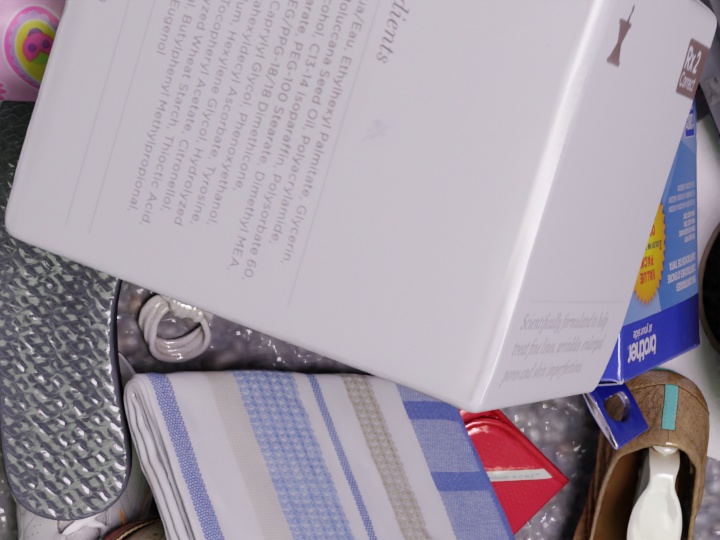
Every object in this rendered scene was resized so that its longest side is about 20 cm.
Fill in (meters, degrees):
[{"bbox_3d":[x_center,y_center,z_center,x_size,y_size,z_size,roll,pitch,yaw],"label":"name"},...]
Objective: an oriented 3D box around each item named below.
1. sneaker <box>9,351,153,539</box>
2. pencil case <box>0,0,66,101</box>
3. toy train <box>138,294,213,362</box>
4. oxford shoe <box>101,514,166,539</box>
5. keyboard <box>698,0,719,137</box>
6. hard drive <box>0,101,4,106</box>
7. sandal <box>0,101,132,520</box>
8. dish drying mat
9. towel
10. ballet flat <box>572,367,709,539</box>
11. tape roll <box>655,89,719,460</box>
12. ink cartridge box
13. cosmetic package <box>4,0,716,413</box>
[{"bbox_3d":[-0.127,0.134,0.950,0.075,0.092,0.201,0,105,-15],"label":"sneaker"},{"bbox_3d":[-0.180,-0.106,0.848,0.199,0.087,0.088,-1,107,2],"label":"pencil case"},{"bbox_3d":[0.000,0.000,0.952,0.199,0.056,0.151,-4,120,-13],"label":"toy train"},{"bbox_3d":[-0.064,0.137,0.922,0.200,0.075,0.071,-39,112,-46],"label":"oxford shoe"},{"bbox_3d":[0.204,-0.117,0.941,0.127,0.021,0.200,-40,128,-14],"label":"keyboard"},{"bbox_3d":[-0.071,-0.124,0.925,0.199,0.026,0.133,6,104,-17],"label":"hard drive"},{"bbox_3d":[-0.134,0.007,0.910,0.076,0.043,0.201,3,96,-3],"label":"sandal"},{"bbox_3d":[0.011,0.151,1.032,0.200,0.018,0.077,-45,113,0],"label":"dish drying mat"},{"bbox_3d":[-0.009,0.111,0.925,0.199,0.147,0.024,4,145,-44],"label":"towel"},{"bbox_3d":[0.137,0.145,1.016,0.067,0.072,0.201,8,118,0],"label":"ballet flat"},{"bbox_3d":[0.210,-0.001,1.033,0.202,0.037,0.204,-4,107,-14],"label":"tape roll"},{"bbox_3d":[0.100,-0.025,0.921,0.076,0.136,0.201,2,97,24],"label":"ink cartridge box"},{"bbox_3d":[0.006,-0.058,0.787,0.199,0.165,0.166,20,97,20],"label":"cosmetic package"}]
